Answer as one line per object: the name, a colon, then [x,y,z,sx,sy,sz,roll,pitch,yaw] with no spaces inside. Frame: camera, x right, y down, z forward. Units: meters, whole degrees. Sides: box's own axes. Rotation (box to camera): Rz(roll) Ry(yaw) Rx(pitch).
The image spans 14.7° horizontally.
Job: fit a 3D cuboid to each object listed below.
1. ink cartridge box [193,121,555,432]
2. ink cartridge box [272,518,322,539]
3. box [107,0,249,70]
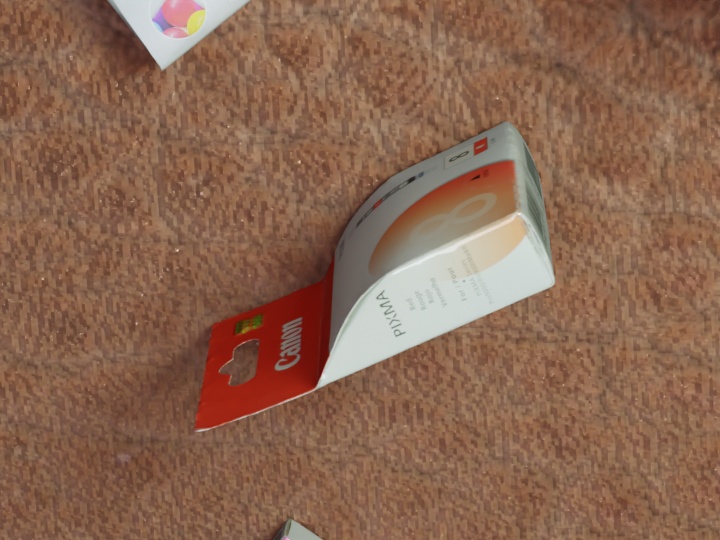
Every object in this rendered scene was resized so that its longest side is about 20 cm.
ink cartridge box: [0.000,0.000,1.451,0.200,0.162,0.050,-21,108,8]
ink cartridge box: [0.013,0.235,1.575,0.200,0.037,0.095,34,104,-6]
box: [-0.107,-0.232,1.465,0.156,0.041,0.200,-38,97,12]
